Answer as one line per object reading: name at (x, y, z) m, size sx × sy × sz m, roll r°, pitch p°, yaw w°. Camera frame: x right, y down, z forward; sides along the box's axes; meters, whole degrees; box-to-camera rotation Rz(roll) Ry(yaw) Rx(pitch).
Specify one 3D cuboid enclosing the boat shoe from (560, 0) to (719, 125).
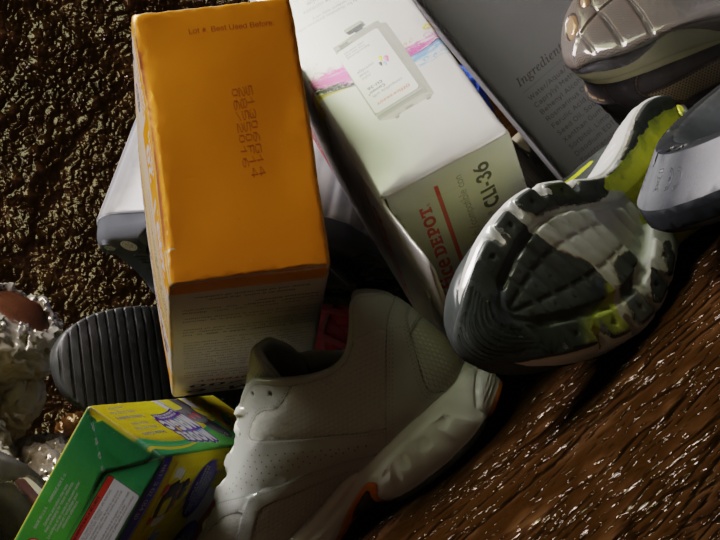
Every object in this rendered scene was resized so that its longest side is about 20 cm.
boat shoe at (0.192, -0.117, 1.030) m, size 0.199 × 0.073 × 0.075 m, roll -14°, pitch 44°, yaw 20°

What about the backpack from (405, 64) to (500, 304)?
backpack at (-0.001, -0.053, 1.414) m, size 0.200 × 0.168 × 0.162 m, roll -39°, pitch 38°, yaw -17°

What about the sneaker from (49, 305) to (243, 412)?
sneaker at (-0.103, 0.064, 1.294) m, size 0.199 × 0.075 × 0.088 m, roll 6°, pitch -14°, yaw -40°

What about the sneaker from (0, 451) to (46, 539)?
sneaker at (-0.187, 0.184, 1.111) m, size 0.201 × 0.075 × 0.116 m, roll 82°, pitch -153°, yaw -43°

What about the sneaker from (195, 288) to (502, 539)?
sneaker at (-0.034, 0.081, 1.014) m, size 0.200 × 0.092 × 0.076 m, roll -41°, pitch 6°, yaw 19°

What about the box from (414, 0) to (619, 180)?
box at (0.102, -0.130, 1.159) m, size 0.106 × 0.200 × 0.152 m, roll -40°, pitch 7°, yaw 4°

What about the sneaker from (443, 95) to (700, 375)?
sneaker at (0.091, 0.000, 0.964) m, size 0.200 × 0.075 × 0.085 m, roll -35°, pitch -8°, yaw -47°

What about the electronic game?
electronic game at (0.196, -0.075, 0.895) m, size 0.199 × 0.042 × 0.200 m, roll -33°, pitch 7°, yaw 5°

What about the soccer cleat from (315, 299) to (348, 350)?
soccer cleat at (0.000, 0.000, 1.278) m, size 0.076 × 0.066 × 0.201 m, roll -23°, pitch 44°, yaw 61°

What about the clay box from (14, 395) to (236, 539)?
clay box at (-0.103, 0.121, 1.078) m, size 0.115 × 0.047 × 0.200 m, roll -60°, pitch -14°, yaw 6°

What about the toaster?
toaster at (-0.040, -0.054, 1.227) m, size 0.199 × 0.114 × 0.130 m, roll 1°, pitch 68°, yaw 29°

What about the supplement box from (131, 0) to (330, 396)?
supplement box at (-0.062, -0.027, 1.046) m, size 0.073 × 0.127 × 0.200 m, roll -8°, pitch -17°, yaw -6°

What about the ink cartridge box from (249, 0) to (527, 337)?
ink cartridge box at (0.026, -0.052, 1.051) m, size 0.067 × 0.201 × 0.117 m, roll -28°, pitch -37°, yaw -3°

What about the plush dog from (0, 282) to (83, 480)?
plush dog at (-0.211, 0.137, 1.347) m, size 0.160 × 0.172 × 0.201 m, roll -36°, pitch 32°, yaw 28°

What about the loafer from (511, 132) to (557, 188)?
loafer at (0.078, -0.029, 1.241) m, size 0.068 × 0.076 × 0.200 m, roll -41°, pitch -4°, yaw 12°
